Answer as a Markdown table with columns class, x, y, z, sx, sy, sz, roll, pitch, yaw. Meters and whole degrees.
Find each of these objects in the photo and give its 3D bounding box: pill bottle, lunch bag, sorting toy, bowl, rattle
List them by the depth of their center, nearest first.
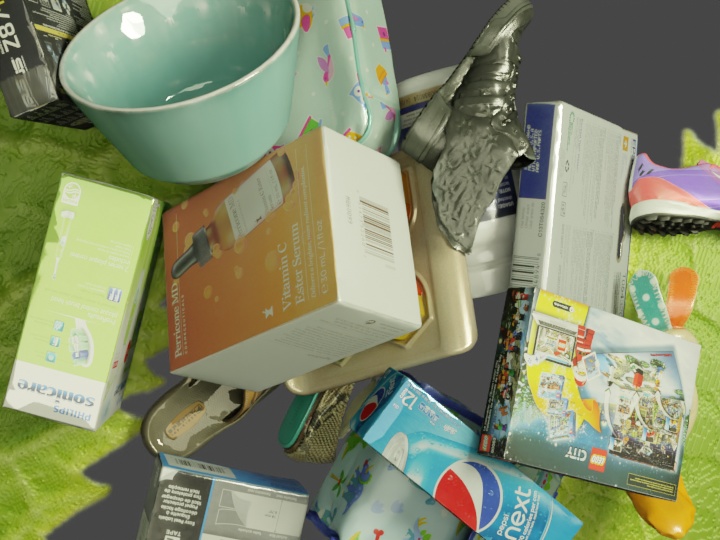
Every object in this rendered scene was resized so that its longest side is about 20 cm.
| class | x | y | z | sx | sy | sz | roll | pitch | yaw |
| --- | --- | --- | --- | --- | --- | --- | --- | --- | --- |
| bowl | -0.134 | -0.146 | 0.957 | 0.197 | 0.202 | 0.106 | -18 | 131 | -3 |
| sorting toy | 0.000 | 0.000 | 1.033 | 0.198 | 0.036 | 0.189 | -17 | 73 | 32 |
| lunch bag | -0.053 | -0.178 | 1.045 | 0.158 | 0.077 | 0.204 | -19 | 74 | 28 |
| rattle | 0.275 | 0.110 | 1.062 | 0.128 | 0.143 | 0.203 | 25 | 106 | -2 |
| pill bottle | 0.098 | -0.080 | 1.073 | 0.114 | 0.116 | 0.204 | -12 | 91 | -4 |
| lunch bag | 0.078 | 0.212 | 1.080 | 0.198 | 0.127 | 0.172 | 32 | 86 | -22 |

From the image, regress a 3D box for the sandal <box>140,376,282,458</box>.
| class | x | y | z | sx | sy | sz | roll | pitch | yaw |
| --- | --- | --- | --- | --- | --- | --- | --- | --- | --- |
| sandal | -0.127 | 0.100 | 1.091 | 0.199 | 0.055 | 0.082 | -41 | 94 | -3 |

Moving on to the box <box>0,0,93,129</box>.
| class | x | y | z | sx | sy | sz | roll | pitch | yaw |
| --- | --- | --- | --- | --- | --- | --- | --- | --- | --- |
| box | -0.271 | -0.208 | 1.001 | 0.048 | 0.200 | 0.164 | -21 | 93 | 5 |

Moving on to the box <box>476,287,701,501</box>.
| class | x | y | z | sx | sy | sz | roll | pitch | yaw |
| --- | --- | --- | --- | --- | --- | --- | --- | --- | --- |
| box | 0.195 | 0.106 | 0.980 | 0.197 | 0.037 | 0.139 | 18 | 80 | -30 |

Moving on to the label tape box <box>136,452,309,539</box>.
| class | x | y | z | sx | sy | sz | roll | pitch | yaw |
| --- | --- | --- | --- | --- | --- | --- | --- | --- | --- |
| label tape box | -0.139 | 0.284 | 1.076 | 0.142 | 0.063 | 0.204 | 14 | 90 | -16 |

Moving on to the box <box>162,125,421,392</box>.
| class | x | y | z | sx | sy | sz | roll | pitch | yaw |
| --- | --- | --- | --- | --- | --- | --- | --- | --- | --- |
| box | -0.063 | -0.002 | 0.989 | 0.198 | 0.106 | 0.155 | -24 | 63 | 35 |

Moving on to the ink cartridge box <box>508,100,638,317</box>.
| class | x | y | z | sx | sy | sz | roll | pitch | yaw |
| --- | --- | --- | --- | --- | --- | --- | --- | --- | --- |
| ink cartridge box | 0.196 | -0.040 | 1.068 | 0.043 | 0.199 | 0.201 | 5 | 90 | 31 |

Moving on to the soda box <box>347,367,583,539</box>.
| class | x | y | z | sx | sy | sz | roll | pitch | yaw |
| --- | --- | --- | --- | --- | --- | --- | --- | --- | --- |
| soda box | 0.086 | 0.170 | 0.981 | 0.199 | 0.068 | 0.065 | 39 | 85 | -11 |

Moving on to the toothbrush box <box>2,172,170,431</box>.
| class | x | y | z | sx | sy | sz | roll | pitch | yaw |
| --- | --- | --- | --- | --- | --- | --- | --- | --- | --- |
| toothbrush box | -0.237 | 0.025 | 1.037 | 0.085 | 0.146 | 0.204 | 16 | 89 | -4 |

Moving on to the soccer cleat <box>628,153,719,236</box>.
| class | x | y | z | sx | sy | sz | roll | pitch | yaw |
| --- | --- | --- | --- | --- | --- | --- | --- | --- | --- |
| soccer cleat | 0.352 | -0.071 | 1.121 | 0.196 | 0.068 | 0.075 | 3 | 73 | -7 |

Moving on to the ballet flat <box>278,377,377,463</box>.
| class | x | y | z | sx | sy | sz | roll | pitch | yaw |
| --- | --- | --- | --- | --- | --- | --- | --- | --- | --- |
| ballet flat | -0.013 | 0.088 | 1.102 | 0.074 | 0.068 | 0.203 | 18 | 95 | -26 |

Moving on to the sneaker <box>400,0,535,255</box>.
| class | x | y | z | sx | sy | sz | roll | pitch | yaw |
| --- | --- | --- | --- | --- | --- | --- | --- | --- | --- |
| sneaker | 0.110 | -0.123 | 0.980 | 0.104 | 0.060 | 0.201 | 37 | 84 | 4 |
